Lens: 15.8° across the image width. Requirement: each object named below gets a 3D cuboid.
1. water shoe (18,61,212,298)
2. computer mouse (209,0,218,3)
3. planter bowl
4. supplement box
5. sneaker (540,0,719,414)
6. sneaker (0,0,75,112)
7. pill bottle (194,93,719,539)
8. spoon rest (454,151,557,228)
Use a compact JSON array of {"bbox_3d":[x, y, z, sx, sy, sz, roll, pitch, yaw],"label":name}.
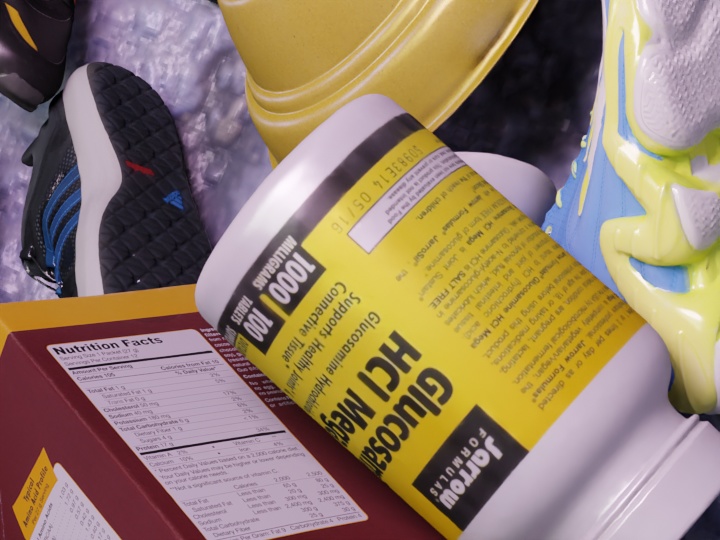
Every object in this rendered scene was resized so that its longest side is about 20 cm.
[{"bbox_3d":[-0.116,-0.008,1.203,0.079,0.071,0.201,-47,34,31],"label":"water shoe"},{"bbox_3d":[-0.046,-0.227,1.235,0.200,0.046,0.141,-46,53,17],"label":"computer mouse"},{"bbox_3d":[-0.003,-0.138,1.102,0.200,0.083,0.201,-41,30,29],"label":"planter bowl"},{"bbox_3d":[-0.077,0.143,1.058,0.200,0.132,0.198,46,126,36],"label":"supplement box"},{"bbox_3d":[0.103,-0.038,1.030,0.105,0.076,0.201,-10,88,42],"label":"sneaker"},{"bbox_3d":[-0.163,-0.167,1.272,0.090,0.070,0.201,-37,41,18],"label":"sneaker"},{"bbox_3d":[0.043,0.036,0.982,0.200,0.112,0.113,41,104,8],"label":"pill bottle"},{"bbox_3d":[0.000,0.000,1.113,0.200,0.099,0.061,-37,53,37],"label":"spoon rest"}]
